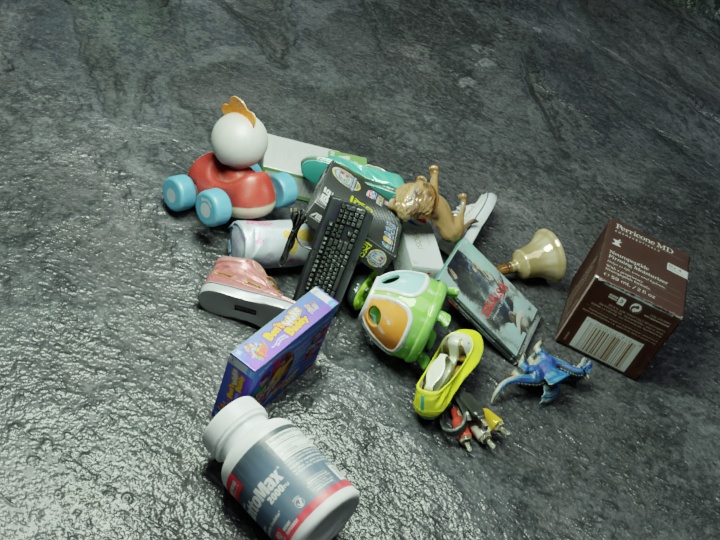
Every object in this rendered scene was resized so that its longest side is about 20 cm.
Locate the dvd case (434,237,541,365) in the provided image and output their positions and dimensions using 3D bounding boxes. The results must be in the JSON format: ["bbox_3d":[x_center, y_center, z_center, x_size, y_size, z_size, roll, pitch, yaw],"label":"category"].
[{"bbox_3d":[0.222,0.050,1.636,0.200,0.022,0.146,46,40,-6],"label":"dvd case"}]

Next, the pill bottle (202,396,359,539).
[{"bbox_3d":[-0.108,0.262,1.224,0.200,0.120,0.119,41,43,23],"label":"pill bottle"}]

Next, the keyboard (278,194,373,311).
[{"bbox_3d":[-0.068,-0.028,1.506,0.127,0.200,0.021,19,23,-4],"label":"keyboard"}]

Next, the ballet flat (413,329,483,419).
[{"bbox_3d":[0.138,0.143,1.468,0.067,0.067,0.200,11,43,28],"label":"ballet flat"}]

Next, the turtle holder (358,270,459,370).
[{"bbox_3d":[0.077,0.054,1.519,0.131,0.141,0.186,24,53,1],"label":"turtle holder"}]

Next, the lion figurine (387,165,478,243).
[{"bbox_3d":[0.138,-0.101,1.670,0.200,0.072,0.123,35,45,-26],"label":"lion figurine"}]

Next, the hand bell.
[{"bbox_3d":[0.265,-0.001,1.735,0.200,0.104,0.104,-17,52,-21],"label":"hand bell"}]

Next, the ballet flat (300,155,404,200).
[{"bbox_3d":[-0.010,-0.168,1.709,0.200,0.067,0.070,19,41,-3],"label":"ballet flat"}]

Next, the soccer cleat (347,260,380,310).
[{"bbox_3d":[0.000,0.000,1.618,0.081,0.068,0.200,12,35,11],"label":"soccer cleat"}]

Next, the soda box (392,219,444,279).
[{"bbox_3d":[0.092,-0.050,1.703,0.063,0.068,0.200,6,42,-18],"label":"soda box"}]

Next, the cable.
[{"bbox_3d":[0.147,0.204,1.484,0.097,0.050,0.200,-17,39,-16],"label":"cable"}]

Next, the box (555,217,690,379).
[{"bbox_3d":[0.468,0.048,1.689,0.166,0.164,0.200,26,40,4],"label":"box"}]

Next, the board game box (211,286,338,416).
[{"bbox_3d":[-0.121,0.125,1.360,0.045,0.135,0.200,35,41,15],"label":"board game box"}]

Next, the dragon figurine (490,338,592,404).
[{"bbox_3d":[0.303,0.178,1.552,0.099,0.059,0.200,40,42,21],"label":"dragon figurine"}]

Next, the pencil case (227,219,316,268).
[{"bbox_3d":[-0.121,-0.043,1.586,0.199,0.091,0.083,-3,76,-25],"label":"pencil case"}]

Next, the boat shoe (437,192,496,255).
[{"bbox_3d":[0.202,-0.097,1.800,0.067,0.074,0.200,29,41,4],"label":"boat shoe"}]

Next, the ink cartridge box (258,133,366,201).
[{"bbox_3d":[-0.090,-0.182,1.773,0.199,0.059,0.104,12,41,-12],"label":"ink cartridge box"}]

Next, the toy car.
[{"bbox_3d":[-0.217,-0.199,1.599,0.177,0.201,0.184,23,29,38],"label":"toy car"}]

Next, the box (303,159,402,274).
[{"bbox_3d":[-0.008,-0.093,1.592,0.160,0.044,0.200,35,25,-9],"label":"box"}]

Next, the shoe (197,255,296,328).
[{"bbox_3d":[-0.148,0.039,1.491,0.200,0.072,0.091,17,45,1],"label":"shoe"}]
